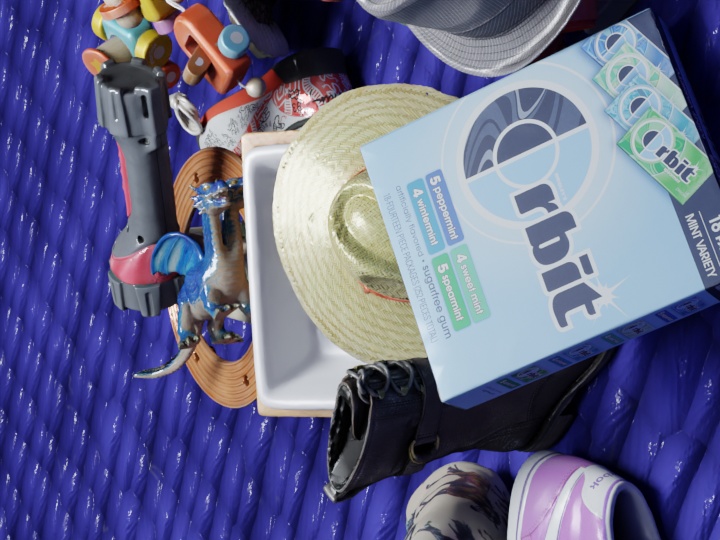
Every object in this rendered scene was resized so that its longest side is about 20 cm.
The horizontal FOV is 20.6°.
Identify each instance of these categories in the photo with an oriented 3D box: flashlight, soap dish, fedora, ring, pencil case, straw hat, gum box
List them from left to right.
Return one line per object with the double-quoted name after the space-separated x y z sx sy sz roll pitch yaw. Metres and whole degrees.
-0.167 -0.064 1.501 0.068 0.067 0.201 -88 -6 -56 "flashlight"
-0.102 0.005 1.532 0.200 0.019 0.202 19 112 57 "ring"
0.000 0.000 1.392 0.156 0.081 0.202 -2 94 21 "soap dish"
0.024 -0.024 1.289 0.085 0.199 0.203 -22 -72 -77 "straw hat"
0.051 0.207 1.308 0.077 0.200 0.090 28 115 2 "pencil case"
0.050 -0.207 1.159 0.177 0.090 0.200 55 131 20 "fedora"
0.116 -0.034 1.178 0.199 0.044 0.171 -25 70 19 "gum box"

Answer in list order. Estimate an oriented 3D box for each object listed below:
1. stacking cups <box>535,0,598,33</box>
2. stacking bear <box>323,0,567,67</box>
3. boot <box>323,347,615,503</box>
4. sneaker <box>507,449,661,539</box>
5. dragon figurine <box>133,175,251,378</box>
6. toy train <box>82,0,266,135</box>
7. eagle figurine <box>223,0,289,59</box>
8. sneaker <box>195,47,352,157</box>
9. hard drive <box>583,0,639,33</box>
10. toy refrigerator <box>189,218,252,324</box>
0.109 -0.244 1.188 0.060 0.060 0.202 -6 90 59 "stacking cups"
0.055 -0.198 1.295 0.200 0.114 0.122 42 168 35 "stacking bear"
0.067 0.063 1.258 0.069 0.173 0.201 51 137 41 "boot"
0.143 0.224 1.266 0.114 0.072 0.203 13 106 54 "sneaker"
-0.119 0.004 1.486 0.200 0.058 0.100 -47 57 51 "dragon figurine"
-0.152 -0.160 1.499 0.151 0.056 0.200 52 157 0 "toy train"
-0.094 -0.235 1.523 0.199 0.150 0.153 -6 101 48 "eagle figurine"
-0.066 -0.088 1.553 0.201 0.067 0.109 -30 68 54 "sneaker"
0.141 -0.267 1.216 0.132 0.026 0.201 -50 54 51 "hard drive"
-0.068 0.001 1.565 0.199 0.075 0.071 11 105 58 "toy refrigerator"
